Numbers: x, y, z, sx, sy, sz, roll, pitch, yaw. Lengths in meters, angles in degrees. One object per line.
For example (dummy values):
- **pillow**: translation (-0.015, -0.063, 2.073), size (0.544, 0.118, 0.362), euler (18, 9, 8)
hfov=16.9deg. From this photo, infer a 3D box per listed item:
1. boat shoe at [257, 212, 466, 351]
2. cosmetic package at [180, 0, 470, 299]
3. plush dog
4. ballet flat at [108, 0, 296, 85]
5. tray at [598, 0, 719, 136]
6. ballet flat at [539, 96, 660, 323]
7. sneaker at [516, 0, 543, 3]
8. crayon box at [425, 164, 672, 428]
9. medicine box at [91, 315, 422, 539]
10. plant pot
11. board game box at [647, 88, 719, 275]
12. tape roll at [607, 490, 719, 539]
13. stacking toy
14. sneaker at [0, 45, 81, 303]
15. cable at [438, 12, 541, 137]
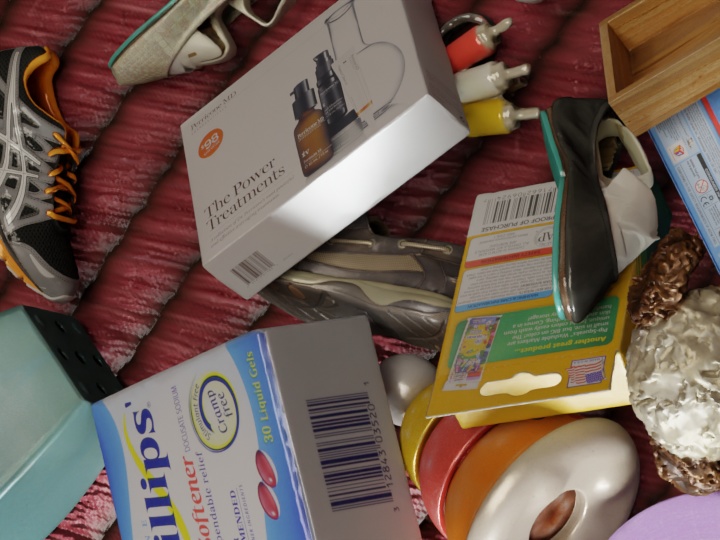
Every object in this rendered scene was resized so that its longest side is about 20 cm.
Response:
- **boat shoe**: translation (0.000, 0.000, 1.658), size (0.199, 0.075, 0.074), euler (14, 68, 30)
- **cosmetic package**: translation (-0.028, -0.096, 1.638), size (0.200, 0.052, 0.151), euler (-37, 37, 20)
- **plush dog**: translation (0.241, 0.056, 1.441), size (0.171, 0.161, 0.201), euler (-12, 106, -5)
- **ballet flat**: translation (-0.096, -0.184, 1.709), size (0.200, 0.067, 0.062), euler (-42, 81, 18)
- **tray**: translation (0.246, -0.170, 1.530), size (0.199, 0.037, 0.099), euler (-31, 30, 22)
- **ballet flat**: translation (0.149, -0.047, 1.510), size (0.068, 0.068, 0.201), euler (-8, 40, 8)
- **sneaker**: translation (0.176, -0.240, 1.580), size (0.200, 0.076, 0.081), euler (-45, 80, 18)
- **crayon box**: translation (0.122, 0.027, 1.536), size (0.125, 0.052, 0.201), euler (-10, 41, 25)
- **medicine box**: translation (-0.069, 0.147, 1.622), size (0.199, 0.103, 0.183), euler (-25, 75, 45)
- **plant pot**: translation (-0.271, 0.125, 1.739), size (0.200, 0.141, 0.142), euler (-39, 72, 11)
- **board game box**: translation (0.293, -0.090, 1.532), size (0.199, 0.037, 0.152), euler (-31, 75, 22)
- **tape roll**: translation (0.235, 0.239, 1.527), size (0.199, 0.066, 0.202), euler (-1, 87, 25)
- **stacking toy**: translation (0.072, 0.116, 1.591), size (0.200, 0.146, 0.147), euler (39, 104, 37)
- **sneaker**: translation (-0.238, -0.074, 1.765), size (0.077, 0.078, 0.201), euler (-21, 80, 14)
- **cable**: translation (0.031, -0.113, 1.651), size (0.199, 0.050, 0.098), euler (-22, 73, 23)
